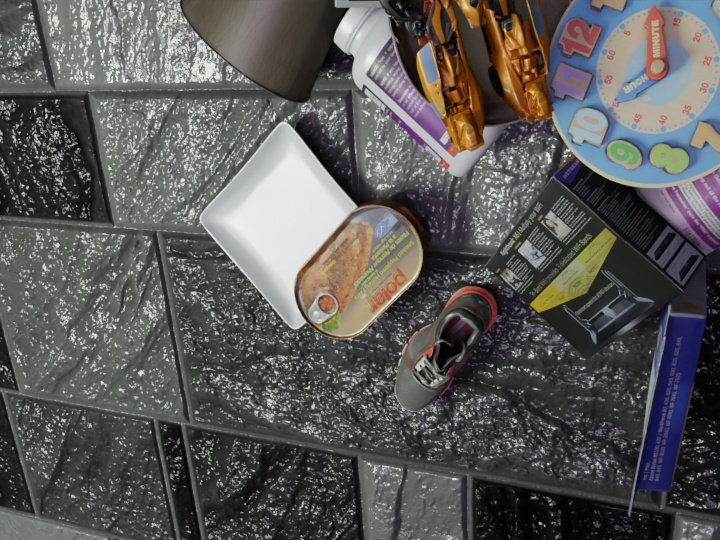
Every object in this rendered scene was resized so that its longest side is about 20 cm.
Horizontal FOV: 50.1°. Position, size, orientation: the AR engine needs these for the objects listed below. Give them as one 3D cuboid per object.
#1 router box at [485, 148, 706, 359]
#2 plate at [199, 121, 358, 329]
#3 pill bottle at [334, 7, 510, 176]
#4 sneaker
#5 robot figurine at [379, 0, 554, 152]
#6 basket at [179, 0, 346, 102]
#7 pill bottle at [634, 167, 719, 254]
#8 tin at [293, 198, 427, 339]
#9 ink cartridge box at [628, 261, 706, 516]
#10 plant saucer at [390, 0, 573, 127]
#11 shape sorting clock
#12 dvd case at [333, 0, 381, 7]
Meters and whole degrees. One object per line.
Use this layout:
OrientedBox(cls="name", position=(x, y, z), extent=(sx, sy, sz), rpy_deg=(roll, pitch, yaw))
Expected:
OrientedBox(cls="router box", position=(0.229, -0.009, 0.791), extent=(0.157, 0.052, 0.201), rpy_deg=(43, 155, 9))
OrientedBox(cls="plate", position=(-0.085, -0.054, 0.985), extent=(0.201, 0.032, 0.199), rpy_deg=(48, 120, -2))
OrientedBox(cls="pill bottle", position=(0.069, -0.203, 0.808), extent=(0.199, 0.113, 0.113), rpy_deg=(43, 121, 1))
OrientedBox(cls="sneaker", position=(0.091, 0.107, 0.949), extent=(0.076, 0.082, 0.203), rpy_deg=(33, 120, 6))
OrientedBox(cls="robot figurine", position=(0.098, -0.216, 0.667), extent=(0.142, 0.058, 0.204), rpy_deg=(-23, 111, -2))
OrientedBox(cls="basket", position=(-0.074, -0.318, 0.814), extent=(0.179, 0.136, 0.201), rpy_deg=(40, 118, 3))
OrientedBox(cls="pill bottle", position=(0.366, -0.108, 0.720), extent=(0.199, 0.112, 0.113), rpy_deg=(-39, 94, 32))
OrientedBox(cls="tin", position=(0.000, 0.000, 0.935), extent=(0.112, 0.042, 0.200), rpy_deg=(46, 120, 1))
OrientedBox(cls="ink cartridge box", position=(0.317, 0.114, 0.785), extent=(0.046, 0.200, 0.203), rpy_deg=(10, 116, 19))
OrientedBox(cls="plant saucer", position=(0.121, -0.238, 0.711), extent=(0.194, 0.032, 0.206), rpy_deg=(-3, 111, -7))
OrientedBox(cls="shape sorting clock", position=(0.263, -0.176, 0.681), extent=(0.195, 0.039, 0.206), rpy_deg=(2, 96, 22))
OrientedBox(cls="dvd case", position=(0.072, -0.319, 0.708), extent=(0.194, 0.025, 0.153), rpy_deg=(-3, 133, -5))
